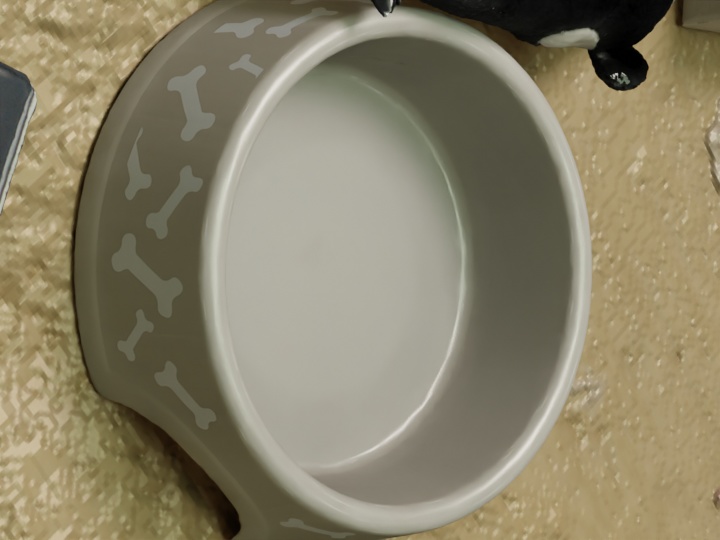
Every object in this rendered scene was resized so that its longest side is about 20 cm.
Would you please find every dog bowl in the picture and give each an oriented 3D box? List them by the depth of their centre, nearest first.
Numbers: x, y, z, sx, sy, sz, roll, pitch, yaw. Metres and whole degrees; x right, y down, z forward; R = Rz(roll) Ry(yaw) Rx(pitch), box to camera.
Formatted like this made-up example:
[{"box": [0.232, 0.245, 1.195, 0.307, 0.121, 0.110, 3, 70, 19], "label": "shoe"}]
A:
[{"box": [0.000, 0.000, 0.864, 0.199, 0.058, 0.202, -1, 92, -40], "label": "dog bowl"}]

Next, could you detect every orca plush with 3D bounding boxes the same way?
[{"box": [0.071, -0.129, 0.884, 0.199, 0.071, 0.106, 12, 46, -47], "label": "orca plush"}]

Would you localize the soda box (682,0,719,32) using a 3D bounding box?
[{"box": [0.222, -0.124, 1.048, 0.199, 0.063, 0.069, 3, 87, -41], "label": "soda box"}]

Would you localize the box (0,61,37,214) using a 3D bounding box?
[{"box": [-0.210, -0.034, 0.623, 0.199, 0.148, 0.108, 26, 74, -38], "label": "box"}]
